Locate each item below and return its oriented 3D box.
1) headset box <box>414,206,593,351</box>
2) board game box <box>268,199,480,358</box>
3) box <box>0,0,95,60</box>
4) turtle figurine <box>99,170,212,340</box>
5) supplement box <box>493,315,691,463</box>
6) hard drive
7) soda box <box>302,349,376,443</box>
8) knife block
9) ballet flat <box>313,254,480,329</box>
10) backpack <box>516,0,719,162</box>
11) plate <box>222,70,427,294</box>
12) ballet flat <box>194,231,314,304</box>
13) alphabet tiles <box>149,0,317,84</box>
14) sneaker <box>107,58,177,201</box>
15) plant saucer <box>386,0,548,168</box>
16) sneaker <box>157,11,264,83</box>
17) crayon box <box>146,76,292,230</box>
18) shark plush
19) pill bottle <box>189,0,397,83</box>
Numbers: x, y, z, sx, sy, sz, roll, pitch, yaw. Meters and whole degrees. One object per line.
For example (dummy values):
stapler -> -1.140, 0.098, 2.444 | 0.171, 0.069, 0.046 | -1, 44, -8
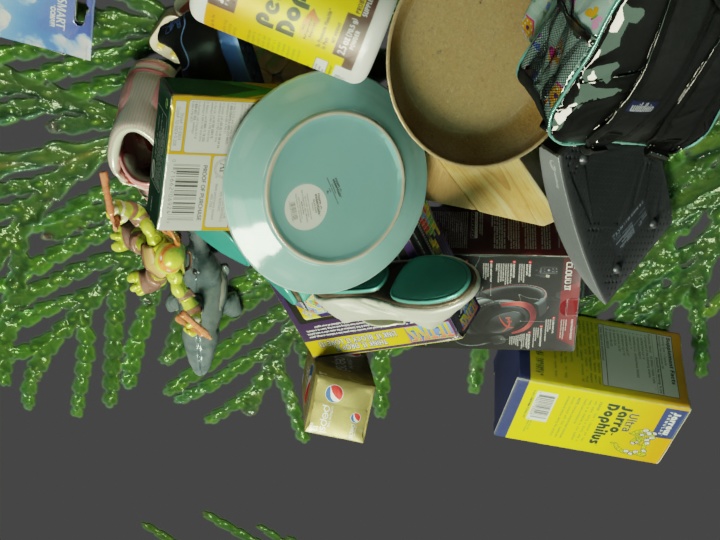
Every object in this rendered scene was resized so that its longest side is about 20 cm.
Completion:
headset box -> 0.154, 0.011, 1.250 | 0.197, 0.076, 0.150 | 1, 136, 7
board game box -> 0.000, 0.000, 1.191 | 0.198, 0.057, 0.166 | -10, 121, 38
box -> -0.328, -0.268, 1.043 | 0.197, 0.048, 0.123 | 13, 137, -7
turtle figurine -> -0.215, -0.022, 1.217 | 0.201, 0.064, 0.161 | 57, 161, -16
supplement box -> 0.259, 0.130, 1.336 | 0.197, 0.110, 0.110 | 10, 136, -3
hard drive -> 0.234, -0.079, 1.118 | 0.042, 0.135, 0.201 | 24, 153, 42
soda box -> -0.027, 0.127, 1.307 | 0.067, 0.200, 0.065 | 12, 99, -6
knife block -> 0.115, -0.140, 1.106 | 0.197, 0.065, 0.177 | 12, 138, -4
ballet flat -> 0.041, 0.025, 1.104 | 0.198, 0.070, 0.070 | 0, 141, 42
backpack -> 0.234, -0.209, 0.946 | 0.173, 0.155, 0.201 | 3, 142, -23
plate -> -0.025, -0.074, 1.042 | 0.197, 0.026, 0.203 | -7, 107, -23
ballet flat -> -0.096, -0.034, 1.145 | 0.199, 0.070, 0.068 | 33, 159, 42
alphabet tiles -> -0.096, -0.196, 1.113 | 0.199, 0.015, 0.195 | 30, 132, -22
sneaker -> -0.205, -0.100, 1.156 | 0.074, 0.106, 0.201 | 5, 142, 3
plant saucer -> 0.105, -0.191, 1.018 | 0.197, 0.035, 0.203 | -8, 111, -23
sneaker -> -0.127, -0.153, 1.101 | 0.077, 0.071, 0.202 | -9, 125, 9
crayon box -> -0.087, -0.102, 1.063 | 0.197, 0.052, 0.127 | 0, 117, -23
shark plush -> -0.168, 0.025, 1.299 | 0.090, 0.084, 0.201 | 14, 136, -8
pill bottle -> -0.070, -0.242, 0.985 | 0.198, 0.110, 0.110 | 21, 135, -5
